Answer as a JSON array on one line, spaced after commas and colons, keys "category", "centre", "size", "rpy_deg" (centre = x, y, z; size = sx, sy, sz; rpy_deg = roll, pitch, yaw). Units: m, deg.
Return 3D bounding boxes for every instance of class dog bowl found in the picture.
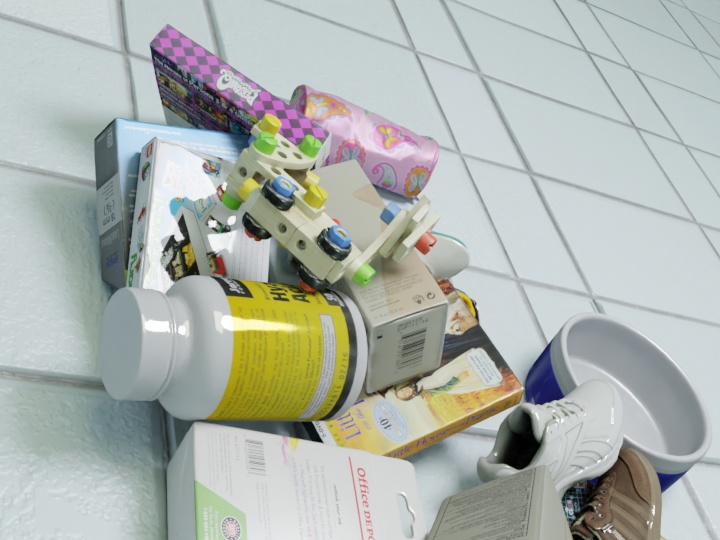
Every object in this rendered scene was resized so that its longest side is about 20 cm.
[{"category": "dog bowl", "centre": [0.281, 0.147, 1.083], "size": [0.197, 0.079, 0.202], "rpy_deg": [22, 37, -17]}]

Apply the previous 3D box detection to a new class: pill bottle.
[{"category": "pill bottle", "centre": [-0.100, 0.063, 0.784], "size": [0.197, 0.112, 0.112], "rpy_deg": [6, 43, -38]}]

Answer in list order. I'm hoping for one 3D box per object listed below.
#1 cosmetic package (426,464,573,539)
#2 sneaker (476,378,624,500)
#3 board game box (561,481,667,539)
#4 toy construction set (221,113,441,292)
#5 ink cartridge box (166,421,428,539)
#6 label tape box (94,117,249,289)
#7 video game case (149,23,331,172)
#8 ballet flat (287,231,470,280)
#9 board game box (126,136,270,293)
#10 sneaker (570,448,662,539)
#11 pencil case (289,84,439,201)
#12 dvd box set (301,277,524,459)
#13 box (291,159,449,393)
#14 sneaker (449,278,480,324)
[{"category": "cosmetic package", "centre": [0.108, 0.227, 0.748], "size": [0.200, 0.102, 0.089], "rpy_deg": [-16, 86, -76]}, {"category": "sneaker", "centre": [0.179, 0.154, 0.916], "size": [0.077, 0.101, 0.199], "rpy_deg": [13, 42, 44]}, {"category": "board game box", "centre": [0.209, 0.284, 0.902], "size": [0.134, 0.035, 0.200], "rpy_deg": [37, 35, 3]}, {"category": "toy construction set", "centre": [-0.033, -0.051, 0.838], "size": [0.197, 0.094, 0.131], "rpy_deg": [28, 23, 14]}, {"category": "ink cartridge box", "centre": [-0.047, 0.197, 0.766], "size": [0.196, 0.068, 0.119], "rpy_deg": [15, 40, -24]}, {"category": "label tape box", "centre": [-0.167, -0.029, 0.919], "size": [0.142, 0.063, 0.205], "rpy_deg": [3, 75, -37]}, {"category": "video game case", "centre": [-0.121, -0.142, 1.013], "size": [0.198, 0.182, 0.036], "rpy_deg": [34, 72, 8]}, {"category": "ballet flat", "centre": [0.013, -0.007, 1.016], "size": [0.196, 0.071, 0.070], "rpy_deg": [9, 30, 19]}, {"category": "board game box", "centre": [-0.140, -0.003, 0.868], "size": [0.124, 0.034, 0.205], "rpy_deg": [16, 67, -34]}, {"category": "sneaker", "centre": [0.224, 0.228, 0.889], "size": [0.074, 0.071, 0.201], "rpy_deg": [23, 35, -6]}, {"category": "pencil case", "centre": [-0.001, -0.155, 1.208], "size": [0.197, 0.088, 0.088], "rpy_deg": [18, 38, -23]}, {"category": "dvd box set", "centre": [0.032, 0.097, 0.915], "size": [0.197, 0.030, 0.147], "rpy_deg": [-19, 56, -22]}, {"category": "box", "centre": [0.000, 0.000, 0.910], "size": [0.076, 0.096, 0.202], "rpy_deg": [-16, 51, -18]}, {"category": "sneaker", "centre": [0.092, 0.042, 1.049], "size": [0.076, 0.083, 0.202], "rpy_deg": [14, 39, -25]}]
